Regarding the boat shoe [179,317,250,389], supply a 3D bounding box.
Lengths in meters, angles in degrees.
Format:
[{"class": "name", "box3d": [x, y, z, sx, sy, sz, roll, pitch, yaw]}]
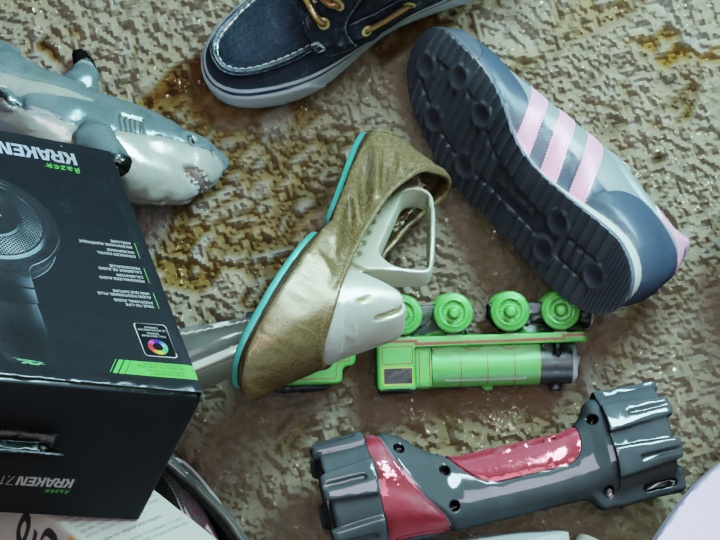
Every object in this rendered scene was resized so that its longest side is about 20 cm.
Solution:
[{"class": "boat shoe", "box3d": [-0.146, 0.056, 1.149, 0.199, 0.067, 0.057, -23, 78, 6]}]

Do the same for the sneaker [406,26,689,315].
[{"class": "sneaker", "box3d": [0.105, -0.061, 1.195, 0.082, 0.070, 0.201, -17, 63, -44]}]

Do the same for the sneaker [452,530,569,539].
[{"class": "sneaker", "box3d": [0.033, 0.208, 1.116, 0.199, 0.074, 0.117, -12, 88, -28]}]

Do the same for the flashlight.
[{"class": "flashlight", "box3d": [0.074, 0.105, 1.157, 0.198, 0.068, 0.068, -14, 36, -7]}]

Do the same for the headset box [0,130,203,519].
[{"class": "headset box", "box3d": [-0.190, 0.026, 1.033, 0.173, 0.093, 0.201, 8, 38, -31]}]

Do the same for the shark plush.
[{"class": "shark plush", "box3d": [-0.175, -0.092, 1.203, 0.199, 0.091, 0.083, 31, 55, 19]}]

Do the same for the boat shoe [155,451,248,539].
[{"class": "boat shoe", "box3d": [-0.077, 0.178, 1.132, 0.067, 0.057, 0.201, -34, 82, -7]}]

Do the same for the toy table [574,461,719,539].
[{"class": "toy table", "box3d": [0.200, 0.186, 1.116, 0.183, 0.117, 0.200, 39, 81, 5]}]

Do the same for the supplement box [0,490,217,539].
[{"class": "supplement box", "box3d": [-0.135, 0.176, 1.069, 0.199, 0.073, 0.127, 33, 118, 26]}]

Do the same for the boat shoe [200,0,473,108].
[{"class": "boat shoe", "box3d": [-0.011, -0.163, 1.170, 0.199, 0.091, 0.071, -27, 70, 9]}]

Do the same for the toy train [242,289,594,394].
[{"class": "toy train", "box3d": [0.033, 0.041, 1.179, 0.198, 0.042, 0.057, -1, 89, -2]}]

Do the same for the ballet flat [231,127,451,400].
[{"class": "ballet flat", "box3d": [0.000, 0.000, 1.137, 0.072, 0.068, 0.200, 19, 45, 11]}]
